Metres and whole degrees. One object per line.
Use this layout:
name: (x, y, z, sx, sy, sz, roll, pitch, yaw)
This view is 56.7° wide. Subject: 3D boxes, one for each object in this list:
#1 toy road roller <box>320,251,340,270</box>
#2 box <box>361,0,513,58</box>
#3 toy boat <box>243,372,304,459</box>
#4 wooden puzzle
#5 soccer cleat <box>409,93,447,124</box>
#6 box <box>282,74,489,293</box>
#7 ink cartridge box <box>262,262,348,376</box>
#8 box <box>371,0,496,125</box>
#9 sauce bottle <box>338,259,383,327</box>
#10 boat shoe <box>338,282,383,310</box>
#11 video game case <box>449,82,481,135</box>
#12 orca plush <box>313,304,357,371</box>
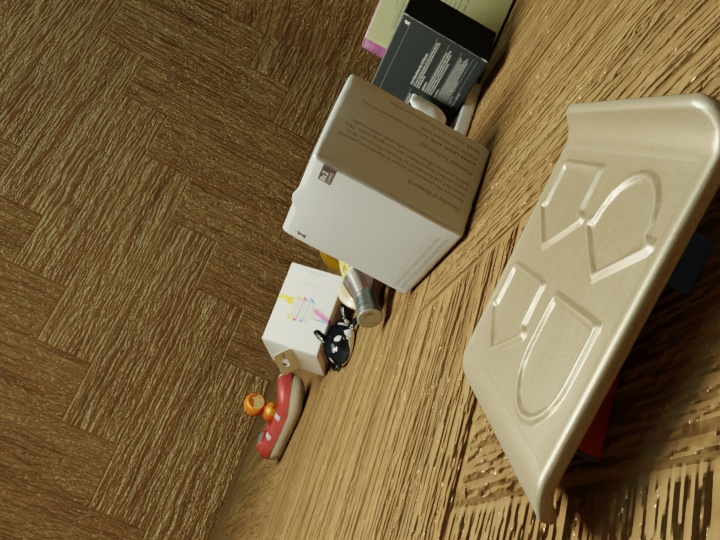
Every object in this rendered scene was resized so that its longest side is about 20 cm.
toy road roller: (-0.026, -0.096, 1.598, 0.204, 0.120, 0.147, -65, 21, 17)
box: (0.125, -0.411, 1.088, 0.097, 0.196, 0.180, -108, 42, -81)
toy boat: (-0.209, 0.325, 1.548, 0.131, 0.128, 0.204, -92, 27, -74)
wooden puzzle: (0.124, 0.010, 0.376, 0.186, 0.045, 0.205, -98, 28, -78)
soccer cleat: (0.048, -0.181, 1.025, 0.200, 0.086, 0.070, -47, 14, 24)
box: (0.025, -0.099, 0.845, 0.133, 0.196, 0.199, -66, 7, -26)
ink cartridge box: (-0.112, 0.115, 1.386, 0.129, 0.122, 0.204, 79, -152, -63)
box: (0.096, -0.298, 1.015, 0.201, 0.138, 0.080, -56, 11, 54)
sauce bottle: (0.000, 0.000, 1.051, 0.067, 0.064, 0.203, -60, 28, 34)
boat shoe: (0.007, 0.010, 1.146, 0.201, 0.072, 0.071, -84, 14, -71)
video game case: (0.122, -0.169, 1.055, 0.182, 0.022, 0.204, 127, 164, -65)
orca plush: (-0.052, 0.115, 1.262, 0.201, 0.070, 0.107, -80, 15, -63)
